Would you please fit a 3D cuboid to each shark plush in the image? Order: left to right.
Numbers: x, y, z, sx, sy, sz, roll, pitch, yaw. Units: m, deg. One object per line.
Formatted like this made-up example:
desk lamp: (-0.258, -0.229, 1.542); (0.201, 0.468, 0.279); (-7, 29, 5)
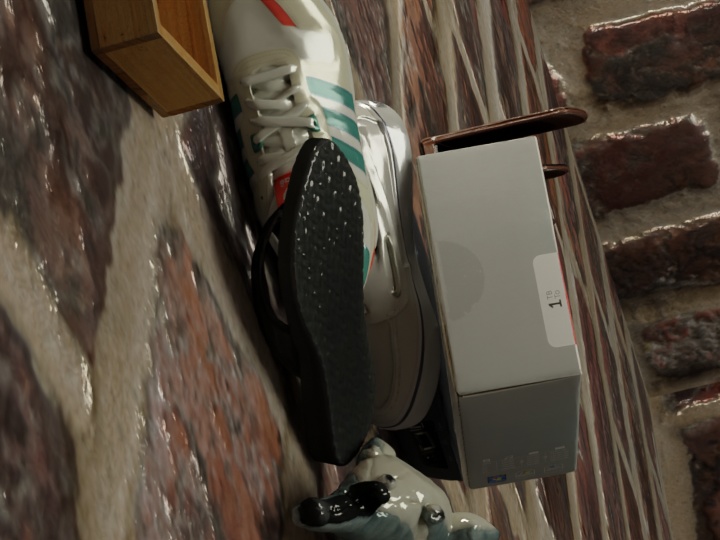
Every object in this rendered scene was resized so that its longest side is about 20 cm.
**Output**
shark plush: (0.011, 0.144, 1.133); (0.091, 0.083, 0.200); (37, -1, 8)

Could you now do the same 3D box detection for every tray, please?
tray: (-0.111, -0.182, 1.023); (0.099, 0.037, 0.201); (44, 33, -71)

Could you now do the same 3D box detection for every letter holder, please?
letter holder: (0.147, -0.085, 1.981); (0.200, 0.142, 0.101); (-7, 82, -80)

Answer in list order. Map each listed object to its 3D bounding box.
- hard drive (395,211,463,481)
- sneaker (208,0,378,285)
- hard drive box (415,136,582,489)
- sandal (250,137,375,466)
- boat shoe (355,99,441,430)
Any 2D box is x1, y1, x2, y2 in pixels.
hard drive: (0.031, 0.032, 1.474); (0.135, 0.042, 0.201); (-78, 152, -67)
sneaker: (-0.032, -0.071, 1.193); (0.093, 0.070, 0.200); (-95, 170, -67)
hard drive box: (0.087, 0.032, 1.357); (0.200, 0.076, 0.156); (76, 4, -69)
sandal: (-0.030, 0.020, 1.152); (0.075, 0.048, 0.201); (-54, 148, -47)
boat shoe: (0.000, 0.000, 1.298); (0.066, 0.072, 0.201); (-13, 104, -50)
